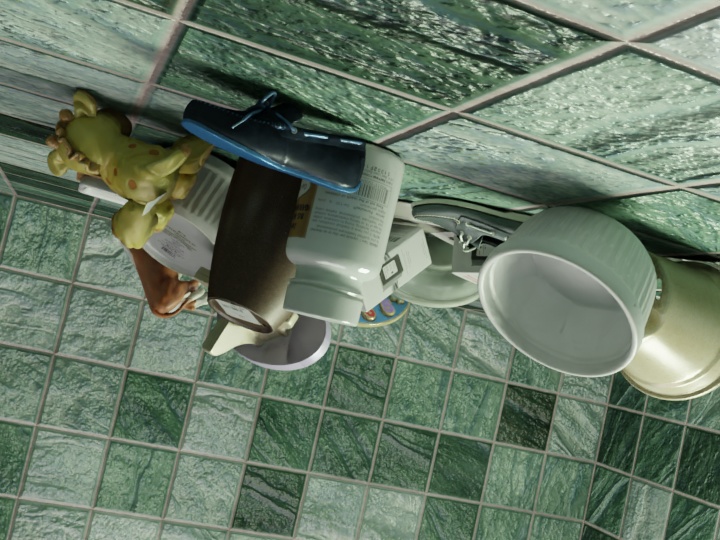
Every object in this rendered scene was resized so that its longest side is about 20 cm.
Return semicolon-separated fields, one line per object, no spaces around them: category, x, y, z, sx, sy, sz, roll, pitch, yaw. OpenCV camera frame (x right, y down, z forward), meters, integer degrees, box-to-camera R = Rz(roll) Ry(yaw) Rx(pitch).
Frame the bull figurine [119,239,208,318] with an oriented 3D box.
bull figurine;-0.316;-0.018;1.397;0.121;0.201;0.065;-13;163;-30

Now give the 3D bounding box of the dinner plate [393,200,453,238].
dinner plate;0.096;-0.078;1.382;0.199;0.024;0.200;13;175;1

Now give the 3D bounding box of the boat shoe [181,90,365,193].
boat shoe;-0.084;-0.138;0.881;0.200;0.069;0.084;17;-178;-38

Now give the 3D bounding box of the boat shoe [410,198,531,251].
boat shoe;0.161;-0.055;1.209;0.199;0.062;0.073;12;176;13

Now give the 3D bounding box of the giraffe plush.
giraffe plush;-0.303;-0.137;1.097;0.162;0.173;0.200;34;-175;-3

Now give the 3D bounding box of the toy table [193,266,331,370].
toy table;-0.147;0.058;1.252;0.199;0.184;0.117;9;156;28

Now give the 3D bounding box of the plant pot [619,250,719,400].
plant pot;0.385;0.057;1.170;0.200;0.201;0.183;8;169;46

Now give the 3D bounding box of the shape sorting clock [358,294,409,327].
shape sorting clock;-0.011;0.018;1.448;0.199;0.039;0.200;12;-145;-8

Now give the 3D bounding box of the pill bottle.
pill bottle;-0.024;-0.043;1.010;0.114;0.201;0.114;13;175;1

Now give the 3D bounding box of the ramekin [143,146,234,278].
ramekin;-0.251;-0.077;1.308;0.199;0.105;0.200;18;147;12

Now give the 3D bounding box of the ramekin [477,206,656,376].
ramekin;0.250;0.018;1.036;0.200;0.105;0.201;26;145;20

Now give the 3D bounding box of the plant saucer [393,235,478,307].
plant saucer;0.122;-0.018;1.460;0.199;0.050;0.200;4;-142;-3

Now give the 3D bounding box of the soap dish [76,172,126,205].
soap dish;-0.367;-0.148;1.458;0.199;0.082;0.157;14;176;-18

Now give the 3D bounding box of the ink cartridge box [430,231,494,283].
ink cartridge box;0.215;-0.017;1.337;0.199;0.068;0.116;2;171;28

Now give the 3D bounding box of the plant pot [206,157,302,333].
plant pot;-0.113;-0.029;1.122;0.186;0.201;0.187;21;159;9

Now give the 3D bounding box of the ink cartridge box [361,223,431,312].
ink cartridge box;0.000;0.000;1.347;0.116;0.067;0.200;10;-145;44
